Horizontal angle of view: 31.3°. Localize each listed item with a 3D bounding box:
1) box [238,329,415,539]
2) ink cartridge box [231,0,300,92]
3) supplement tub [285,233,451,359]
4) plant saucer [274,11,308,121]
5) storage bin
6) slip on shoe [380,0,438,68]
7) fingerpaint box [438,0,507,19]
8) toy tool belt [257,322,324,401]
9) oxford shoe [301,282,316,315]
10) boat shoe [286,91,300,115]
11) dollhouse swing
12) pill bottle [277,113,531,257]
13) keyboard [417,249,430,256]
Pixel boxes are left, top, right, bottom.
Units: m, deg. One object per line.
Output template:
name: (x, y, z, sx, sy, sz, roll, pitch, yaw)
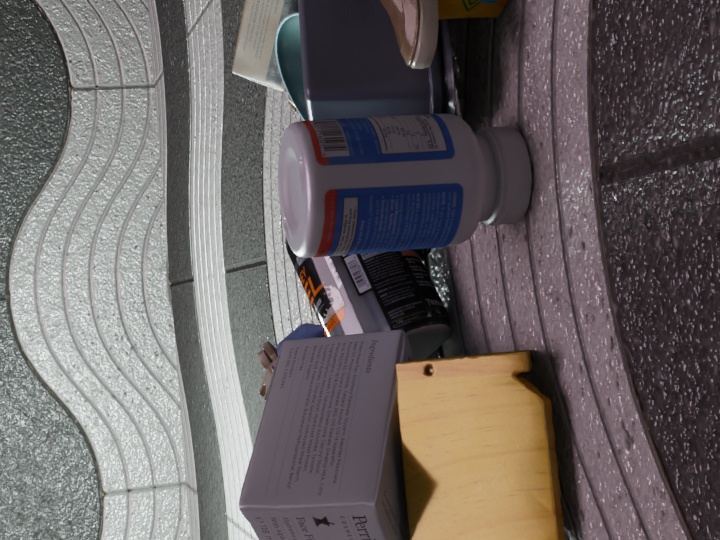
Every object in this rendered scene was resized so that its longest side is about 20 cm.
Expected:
box: (-0.004, 0.197, 1.196, 0.201, 0.129, 0.200, -77, -26, -45)
ink cartridge box: (-0.074, -0.335, 1.475, 0.165, 0.074, 0.202, 111, 178, -57)
supplement tub: (0.000, 0.000, 1.300, 0.202, 0.121, 0.123, 64, 156, 21)
plant saucer: (-0.013, -0.195, 1.381, 0.200, 0.036, 0.201, 40, 154, 24)
storage bin: (0.012, -0.216, 1.185, 0.146, 0.132, 0.203, 83, -177, -73)
slip on shoe: (0.020, -0.261, 1.079, 0.076, 0.060, 0.203, 127, 135, -72)
fingerpaint box: (0.086, -0.338, 1.060, 0.167, 0.072, 0.202, 119, 143, -64)
toy tool belt: (-0.051, 0.107, 1.394, 0.123, 0.125, 0.200, 53, 169, -28)
oxford shoe: (-0.024, 0.023, 1.458, 0.073, 0.071, 0.200, 59, 179, 18)
boat shoe: (-0.057, -0.221, 1.595, 0.074, 0.068, 0.201, 101, 157, -43)
dollhouse swing: (0.123, 0.175, 1.143, 0.180, 0.175, 0.203, -8, 85, 32)
pill bottle: (0.037, -0.073, 1.076, 0.112, 0.197, 0.114, 176, 90, -73)
keyboard: (0.054, -0.096, 1.300, 0.201, 0.039, 0.105, 102, 158, -47)
